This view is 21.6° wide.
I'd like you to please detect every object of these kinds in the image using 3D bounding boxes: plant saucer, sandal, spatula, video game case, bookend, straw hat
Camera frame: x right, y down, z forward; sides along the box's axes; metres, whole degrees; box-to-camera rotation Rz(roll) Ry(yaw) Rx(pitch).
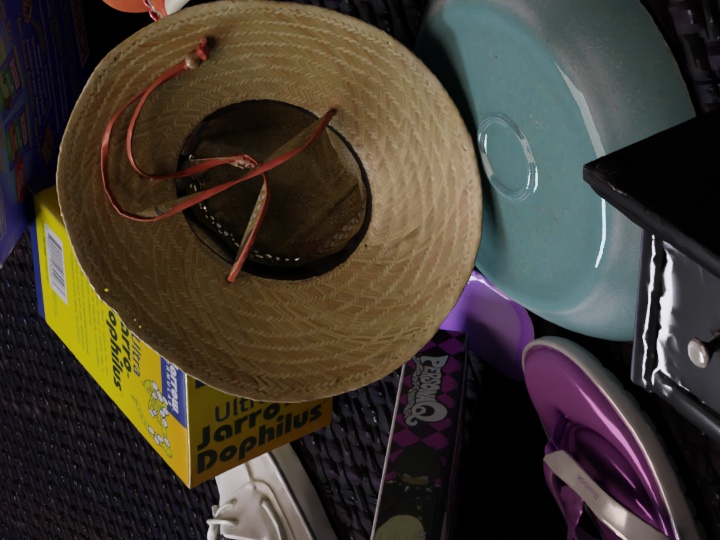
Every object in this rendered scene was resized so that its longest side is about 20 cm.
[{"bbox_3d":[0.078,-0.056,0.856,0.200,0.036,0.201,42,144,40],"label":"plant saucer"},{"bbox_3d":[0.123,0.125,0.893,0.204,0.050,0.082,63,152,9],"label":"sandal"},{"bbox_3d":[0.000,0.000,0.975,0.198,0.021,0.057,21,137,13],"label":"spatula"},{"bbox_3d":[0.028,0.162,0.968,0.201,0.035,0.182,89,-169,-48],"label":"video game case"},{"bbox_3d":[0.176,0.071,0.710,0.200,0.092,0.200,41,143,42],"label":"bookend"},{"bbox_3d":[-0.041,-0.043,0.909,0.085,0.199,0.203,-87,-18,-76],"label":"straw hat"}]

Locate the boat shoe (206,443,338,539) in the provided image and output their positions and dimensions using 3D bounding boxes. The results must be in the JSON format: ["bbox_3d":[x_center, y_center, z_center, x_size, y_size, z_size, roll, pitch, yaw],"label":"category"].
[{"bbox_3d":[-0.066,0.170,1.249,0.201,0.069,0.071,62,153,10],"label":"boat shoe"}]

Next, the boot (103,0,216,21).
[{"bbox_3d":[-0.104,-0.164,1.029,0.200,0.074,0.108,153,115,-63],"label":"boot"}]

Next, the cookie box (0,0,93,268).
[{"bbox_3d":[-0.240,-0.126,1.210,0.074,0.201,0.172,4,124,12],"label":"cookie box"}]

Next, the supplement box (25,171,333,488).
[{"bbox_3d":[-0.114,0.020,1.179,0.200,0.108,0.110,43,144,39],"label":"supplement box"}]
